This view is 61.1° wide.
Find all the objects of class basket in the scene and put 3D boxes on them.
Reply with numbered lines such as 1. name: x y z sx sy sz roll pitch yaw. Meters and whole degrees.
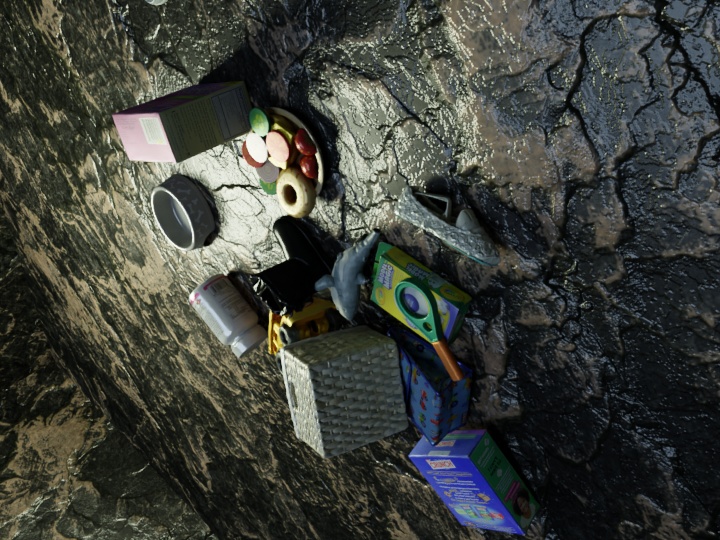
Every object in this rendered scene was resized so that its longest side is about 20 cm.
1. basket: -0.028 0.230 1.187 0.161 0.199 0.199 11 112 64

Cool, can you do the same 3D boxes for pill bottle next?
1. pill bottle: -0.332 0.116 1.546 0.200 0.113 0.113 51 142 7

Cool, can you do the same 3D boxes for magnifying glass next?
1. magnifying glass: 0.123 0.103 1.058 0.080 0.022 0.200 -23 101 51

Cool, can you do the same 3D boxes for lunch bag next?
1. lunch bag: 0.112 0.209 1.183 0.200 0.094 0.151 38 142 40

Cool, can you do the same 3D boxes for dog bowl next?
1. dog bowl: -0.450 -0.138 1.532 0.200 0.059 0.201 26 134 31

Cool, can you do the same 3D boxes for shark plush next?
1. shark plush: 0.000 0.000 1.156 0.083 0.091 0.200 51 120 28

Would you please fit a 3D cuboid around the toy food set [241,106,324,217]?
1. toy food set: -0.149 -0.212 1.162 0.198 0.049 0.200 39 140 18

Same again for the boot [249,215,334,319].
1. boot: -0.152 -0.009 1.225 0.198 0.162 0.073 48 140 9

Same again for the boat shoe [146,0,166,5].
1. boat shoe: -0.377 -0.574 1.130 0.075 0.065 0.202 56 142 -1

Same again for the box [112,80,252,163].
1. box: -0.339 -0.290 1.186 0.176 0.200 0.097 12 126 41

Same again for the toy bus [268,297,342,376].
1. toy bus: -0.144 0.122 1.357 0.192 0.135 0.200 45 142 39

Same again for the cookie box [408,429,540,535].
1. cookie box: 0.219 0.407 1.186 0.171 0.075 0.200 -20 111 51

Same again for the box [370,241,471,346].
1. box: 0.094 0.043 1.097 0.200 0.048 0.118 36 138 25

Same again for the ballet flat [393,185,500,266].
1. ballet flat: 0.136 -0.077 0.952 0.200 0.072 0.072 31 136 27
